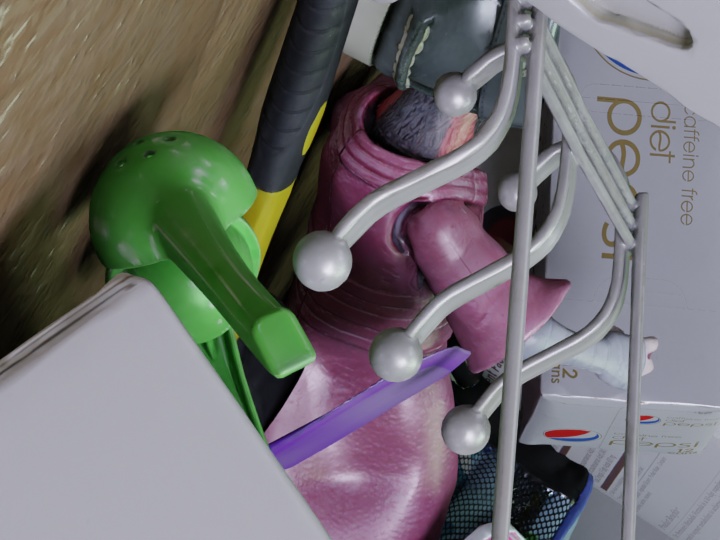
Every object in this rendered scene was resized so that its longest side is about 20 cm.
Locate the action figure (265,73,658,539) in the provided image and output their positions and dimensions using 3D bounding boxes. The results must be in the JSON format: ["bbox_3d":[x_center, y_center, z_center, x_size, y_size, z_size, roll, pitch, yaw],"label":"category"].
[{"bbox_3d":[0.000,0.000,0.853,0.148,0.134,0.201,-6,129,-24],"label":"action figure"}]

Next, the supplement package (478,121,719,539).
[{"bbox_3d":[0.100,0.007,1.028,0.114,0.199,0.110,-56,174,-22],"label":"supplement package"}]

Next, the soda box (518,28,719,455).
[{"bbox_3d":[0.091,-0.045,0.945,0.068,0.063,0.202,99,-6,-74],"label":"soda box"}]

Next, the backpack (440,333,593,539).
[{"bbox_3d":[-0.009,0.145,1.009,0.200,0.147,0.183,-47,-179,-24],"label":"backpack"}]

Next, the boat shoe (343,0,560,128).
[{"bbox_3d":[0.067,-0.129,0.740,0.201,0.062,0.073,-59,175,10],"label":"boat shoe"}]

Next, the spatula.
[{"bbox_3d":[-0.047,0.087,0.780,0.200,0.021,0.057,-47,170,3],"label":"spatula"}]

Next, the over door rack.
[{"bbox_3d":[0.037,0.040,0.669,0.148,0.066,0.201,49,32,-65],"label":"over door rack"}]

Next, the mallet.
[{"bbox_3d":[-0.020,-0.024,0.718,0.066,0.041,0.201,-48,164,-52],"label":"mallet"}]

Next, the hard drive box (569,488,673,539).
[{"bbox_3d":[0.045,0.127,1.192,0.077,0.199,0.156,-52,171,-40],"label":"hard drive box"}]

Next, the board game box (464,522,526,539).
[{"bbox_3d":[0.017,0.193,0.913,0.200,0.026,0.200,-42,139,0],"label":"board game box"}]

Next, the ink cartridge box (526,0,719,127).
[{"bbox_3d":[0.108,-0.140,0.627,0.200,0.145,0.083,-55,174,-24],"label":"ink cartridge box"}]

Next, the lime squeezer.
[{"bbox_3d":[-0.029,0.007,0.620,0.038,0.071,0.200,-42,171,-12],"label":"lime squeezer"}]

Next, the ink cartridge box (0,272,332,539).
[{"bbox_3d":[-0.036,0.102,0.619,0.083,0.145,0.200,-35,170,-9],"label":"ink cartridge box"}]
